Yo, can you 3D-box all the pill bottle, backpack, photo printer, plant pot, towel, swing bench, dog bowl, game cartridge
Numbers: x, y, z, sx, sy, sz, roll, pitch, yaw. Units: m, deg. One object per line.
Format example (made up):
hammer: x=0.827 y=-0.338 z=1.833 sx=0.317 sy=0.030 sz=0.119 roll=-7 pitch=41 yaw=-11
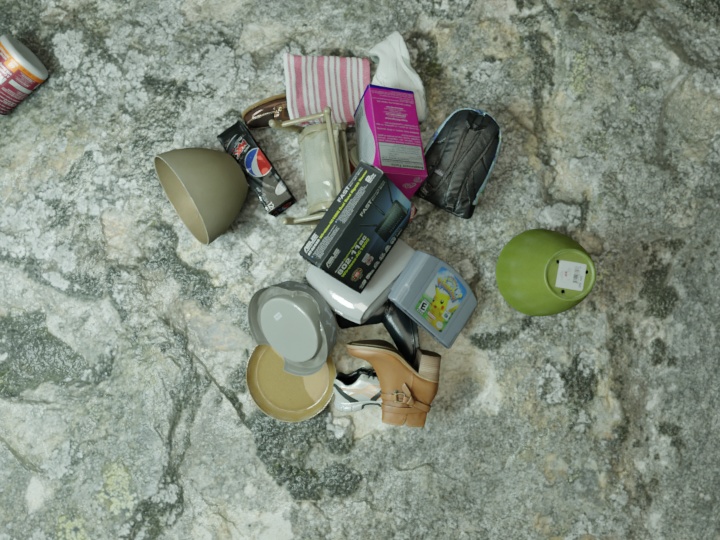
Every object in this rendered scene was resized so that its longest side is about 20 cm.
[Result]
pill bottle: x=-0.790 y=-0.400 z=1.144 sx=0.200 sy=0.110 sz=0.110 roll=-40 pitch=89 yaw=2
backpack: x=0.203 y=-0.234 z=1.087 sx=0.162 sy=0.154 sz=0.201 roll=26 pitch=116 yaw=9
photo printer: x=0.000 y=0.000 z=1.080 sx=0.166 sy=0.070 sz=0.200 roll=38 pitch=69 yaw=20
plant pot: x=-0.150 y=0.228 z=1.159 sx=0.198 sy=0.027 sz=0.202 roll=0 pitch=91 yaw=4
plant pot: x=-0.313 y=-0.171 z=1.097 sx=0.134 sy=0.200 sz=0.201 roll=-33 pitch=89 yaw=-24
towel: x=-0.061 y=-0.375 z=1.102 sx=0.199 sy=0.030 sz=0.148 roll=-8 pitch=90 yaw=-28
swing bench: x=-0.079 y=-0.194 z=1.060 sx=0.129 sy=0.200 sz=0.201 roll=-8 pitch=91 yaw=12
dog bowl: x=-0.134 y=0.112 z=1.070 sx=0.199 sy=0.059 sz=0.202 roll=14 pitch=119 yaw=27
plant pot: x=0.380 y=0.005 z=1.043 sx=0.185 sy=0.200 sz=0.189 roll=0 pitch=90 yaw=3
game cartridge: x=0.156 y=0.056 z=1.080 sx=0.200 sy=0.040 sz=0.134 roll=40 pitch=75 yaw=-31

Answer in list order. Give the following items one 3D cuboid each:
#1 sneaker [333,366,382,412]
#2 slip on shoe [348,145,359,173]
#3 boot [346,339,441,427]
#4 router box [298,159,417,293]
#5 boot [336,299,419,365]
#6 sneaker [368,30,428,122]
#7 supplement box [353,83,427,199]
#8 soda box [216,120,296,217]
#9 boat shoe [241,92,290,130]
sneaker: x=0.036 y=0.242 z=1.118 sx=0.198 sy=0.074 sz=0.081 roll=-11 pitch=109 yaw=2
slip on shoe: x=0.035 y=-0.171 z=1.130 sx=0.074 sy=0.061 sz=0.201 roll=-34 pitch=88 yaw=-36
boot: x=0.056 y=0.226 z=1.055 sx=0.198 sy=0.074 sz=0.156 roll=13 pitch=96 yaw=3
router box: x=0.001 y=-0.073 z=0.955 sx=0.062 sy=0.150 sz=0.201 roll=34 pitch=90 yaw=37
boot: x=0.034 y=0.109 z=1.122 sx=0.167 sy=0.076 sz=0.202 roll=-8 pitch=83 yaw=-1
sneaker: x=0.078 y=-0.395 z=1.125 sx=0.099 sy=0.078 sz=0.201 roll=-23 pitch=80 yaw=10
supplement box: x=0.055 y=-0.249 z=1.045 sx=0.103 sy=0.101 sz=0.202 roll=3 pitch=67 yaw=-18
soda box: x=-0.220 y=-0.216 z=1.136 sx=0.063 sy=0.071 sz=0.201 roll=-35 pitch=89 yaw=2
boat shoe: x=-0.152 y=-0.339 z=1.130 sx=0.199 sy=0.070 sz=0.071 roll=-20 pitch=84 yaw=3
